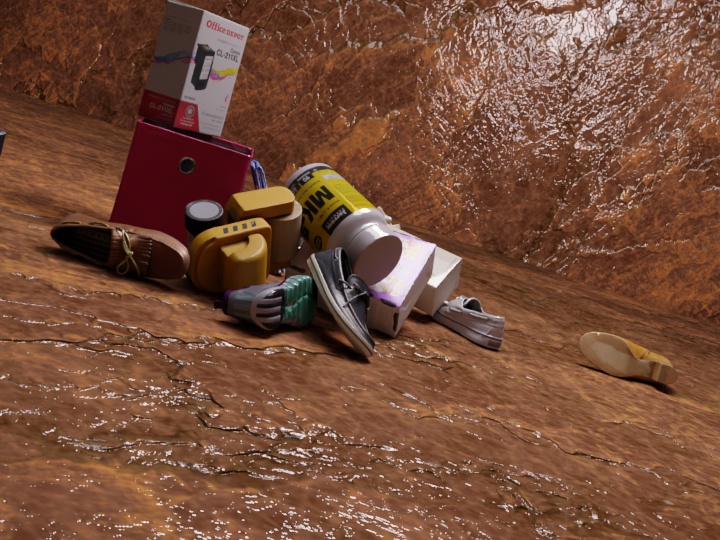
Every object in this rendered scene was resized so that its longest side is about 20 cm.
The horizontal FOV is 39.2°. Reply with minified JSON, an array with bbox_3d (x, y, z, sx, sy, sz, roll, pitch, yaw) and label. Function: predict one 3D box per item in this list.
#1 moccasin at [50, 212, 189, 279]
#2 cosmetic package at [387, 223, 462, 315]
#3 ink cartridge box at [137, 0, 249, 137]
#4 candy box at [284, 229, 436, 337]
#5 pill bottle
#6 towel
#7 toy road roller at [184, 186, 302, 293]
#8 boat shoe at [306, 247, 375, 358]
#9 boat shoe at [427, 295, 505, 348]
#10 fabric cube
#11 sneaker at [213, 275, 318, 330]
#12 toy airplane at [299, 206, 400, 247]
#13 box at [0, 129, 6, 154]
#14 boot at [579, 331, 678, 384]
[{"bbox_3d":[-0.336,-0.033,1.418,0.200,0.074,0.078,22,18,7],"label":"moccasin"},{"bbox_3d":[0.073,-0.010,1.845,0.199,0.073,0.104,24,46,22],"label":"cosmetic package"},{"bbox_3d":[-0.284,-0.343,1.731,0.083,0.201,0.146,21,9,25],"label":"ink cartridge box"},{"bbox_3d":[0.000,0.000,1.638,0.199,0.072,0.168,20,44,15],"label":"candy box"},{"bbox_3d":[-0.030,-0.071,1.573,0.114,0.115,0.200,8,28,-49],"label":"pill bottle"},{"bbox_3d":[-0.169,-0.099,1.839,0.024,0.201,0.147,-13,10,-5],"label":"towel"},{"bbox_3d":[-0.162,-0.028,1.494,0.199,0.123,0.146,-15,41,-28],"label":"toy road roller"},{"bbox_3d":[-0.017,0.039,1.426,0.075,0.062,0.200,60,2,-47],"label":"boat shoe"},{"bbox_3d":[0.193,0.079,1.817,0.073,0.066,0.200,11,11,-38],"label":"boat shoe"},{"bbox_3d":[-0.302,-0.135,1.718,0.195,0.200,0.200,17,8,-8],"label":"fabric cube"},{"bbox_3d":[-0.126,0.039,1.407,0.087,0.075,0.200,9,2,19],"label":"sneaker"},{"bbox_3d":[-0.029,-0.066,2.034,0.198,0.142,0.200,0,18,15],"label":"toy airplane"},{"bbox_3d":[-0.590,-0.140,1.328,0.199,0.149,0.104,15,9,-8],"label":"box"},{"bbox_3d":[0.498,0.166,1.927,0.200,0.071,0.144,21,2,0],"label":"boot"}]
